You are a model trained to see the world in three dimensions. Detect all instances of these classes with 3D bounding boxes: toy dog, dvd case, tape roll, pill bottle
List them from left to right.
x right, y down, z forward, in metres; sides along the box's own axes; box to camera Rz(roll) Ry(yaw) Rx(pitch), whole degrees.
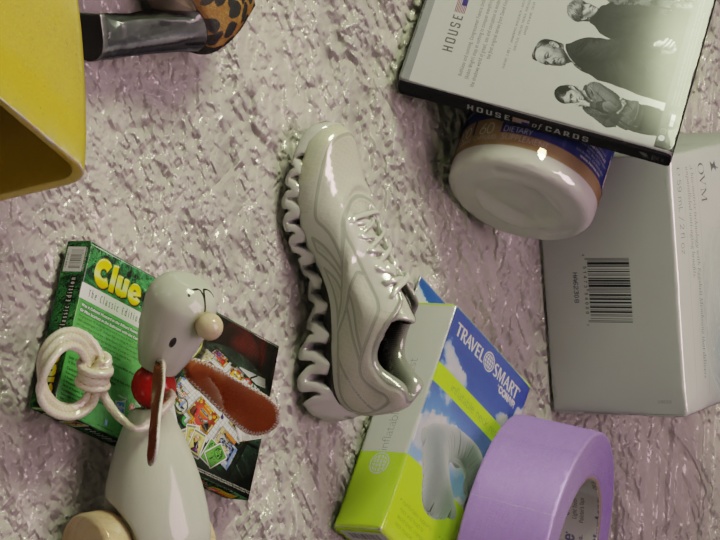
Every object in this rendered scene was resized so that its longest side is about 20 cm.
[{"bbox_3d":[-0.106,0.113,1.455,0.132,0.096,0.201,-30,128,-38],"label":"toy dog"},{"bbox_3d":[0.123,0.207,1.789,0.200,0.065,0.201,13,90,-71],"label":"tape roll"},{"bbox_3d":[0.143,-0.133,1.831,0.111,0.110,0.201,46,54,-44],"label":"pill bottle"},{"bbox_3d":[0.142,-0.167,1.772,0.025,0.199,0.151,91,16,-64],"label":"dvd case"}]

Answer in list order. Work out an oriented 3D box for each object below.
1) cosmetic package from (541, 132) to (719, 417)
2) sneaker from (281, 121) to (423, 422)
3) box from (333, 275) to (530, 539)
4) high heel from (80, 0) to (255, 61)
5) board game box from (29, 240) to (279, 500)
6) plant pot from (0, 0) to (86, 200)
[{"bbox_3d":[0.245,-0.001,1.969,0.200,0.122,0.201,-15,102,-55],"label":"cosmetic package"},{"bbox_3d":[0.000,0.000,1.657,0.075,0.081,0.201,-16,101,-52],"label":"sneaker"},{"bbox_3d":[0.055,0.119,1.763,0.122,0.047,0.201,47,54,-45],"label":"box"},{"bbox_3d":[-0.110,-0.227,1.500,0.142,0.071,0.201,-14,116,-49],"label":"high heel"},{"bbox_3d":[-0.122,0.064,1.531,0.200,0.023,0.105,33,66,-51],"label":"board game box"},{"bbox_3d":[-0.253,-0.149,1.216,0.200,0.199,0.177,43,44,-46],"label":"plant pot"}]
